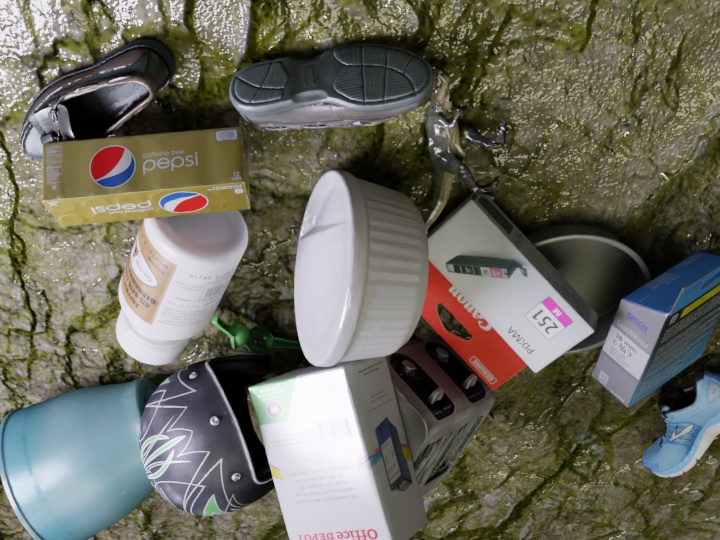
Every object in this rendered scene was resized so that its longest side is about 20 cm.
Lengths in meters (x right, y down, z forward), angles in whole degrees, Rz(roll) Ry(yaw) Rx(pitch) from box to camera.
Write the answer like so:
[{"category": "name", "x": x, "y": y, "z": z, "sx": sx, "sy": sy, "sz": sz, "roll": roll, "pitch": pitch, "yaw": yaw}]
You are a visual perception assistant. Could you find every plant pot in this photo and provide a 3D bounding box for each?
[{"category": "plant pot", "x": -0.344, "y": 0.240, "z": 1.175, "sx": 0.186, "sy": 0.201, "sz": 0.201, "roll": -25, "pitch": 130, "yaw": 3}]

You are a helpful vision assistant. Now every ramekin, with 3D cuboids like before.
[{"category": "ramekin", "x": 0.000, "y": 0.000, "z": 0.934, "sx": 0.093, "sy": 0.204, "sz": 0.204, "roll": 4, "pitch": 135, "yaw": -20}]

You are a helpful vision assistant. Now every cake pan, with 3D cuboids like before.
[{"category": "cake pan", "x": 0.244, "y": 0.023, "z": 1.051, "sx": 0.196, "sy": 0.037, "sz": 0.202, "roll": 1, "pitch": 133, "yaw": 1}]

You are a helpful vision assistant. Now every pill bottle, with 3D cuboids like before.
[{"category": "pill bottle", "x": -0.211, "y": 0.012, "z": 0.996, "sx": 0.113, "sy": 0.115, "sz": 0.201, "roll": 19, "pitch": 131, "yaw": -16}]

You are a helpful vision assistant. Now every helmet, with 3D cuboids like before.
[{"category": "helmet", "x": -0.174, "y": 0.200, "z": 1.064, "sx": 0.189, "sy": 0.201, "sz": 0.200, "roll": -11, "pitch": 151, "yaw": -48}]

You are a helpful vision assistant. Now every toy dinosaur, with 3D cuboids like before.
[{"category": "toy dinosaur", "x": 0.103, "y": -0.118, "z": 0.910, "sx": 0.087, "sy": 0.048, "sz": 0.202, "roll": 11, "pitch": 130, "yaw": 16}]

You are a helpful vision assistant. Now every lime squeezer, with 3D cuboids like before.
[{"category": "lime squeezer", "x": -0.131, "y": 0.085, "z": 1.091, "sx": 0.070, "sy": 0.038, "sz": 0.199, "roll": 14, "pitch": 175, "yaw": 41}]

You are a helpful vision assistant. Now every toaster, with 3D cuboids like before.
[{"category": "toaster", "x": 0.052, "y": 0.196, "z": 1.086, "sx": 0.180, "sy": 0.118, "sz": 0.202, "roll": -9, "pitch": 134, "yaw": -54}]

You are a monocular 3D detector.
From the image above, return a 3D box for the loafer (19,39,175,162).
[{"category": "loafer", "x": -0.272, "y": -0.159, "z": 0.871, "sx": 0.198, "sy": 0.063, "sz": 0.072, "roll": -27, "pitch": 126, "yaw": 24}]

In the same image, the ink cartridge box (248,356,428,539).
[{"category": "ink cartridge box", "x": -0.025, "y": 0.207, "z": 0.982, "sx": 0.144, "sy": 0.087, "sz": 0.203, "roll": -16, "pitch": 88, "yaw": 34}]

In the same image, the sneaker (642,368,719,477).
[{"category": "sneaker", "x": 0.442, "y": 0.203, "z": 1.210, "sx": 0.089, "sy": 0.079, "sz": 0.202, "roll": 27, "pitch": 127, "yaw": 2}]

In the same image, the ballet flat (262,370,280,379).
[{"category": "ballet flat", "x": -0.100, "y": 0.221, "z": 1.228, "sx": 0.066, "sy": 0.063, "sz": 0.201, "roll": -17, "pitch": 131, "yaw": 17}]

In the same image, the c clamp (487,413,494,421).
[{"category": "c clamp", "x": 0.066, "y": 0.190, "z": 1.220, "sx": 0.197, "sy": 0.027, "sz": 0.172, "roll": -19, "pitch": 130, "yaw": 17}]

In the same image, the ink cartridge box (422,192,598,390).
[{"category": "ink cartridge box", "x": 0.141, "y": 0.035, "z": 1.007, "sx": 0.200, "sy": 0.044, "sz": 0.173, "roll": 46, "pitch": 123, "yaw": -2}]

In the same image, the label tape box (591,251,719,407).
[{"category": "label tape box", "x": 0.357, "y": 0.045, "z": 1.006, "sx": 0.143, "sy": 0.063, "sz": 0.202, "roll": -26, "pitch": 142, "yaw": -28}]

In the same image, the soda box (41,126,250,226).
[{"category": "soda box", "x": -0.213, "y": -0.094, "z": 0.885, "sx": 0.196, "sy": 0.065, "sz": 0.068, "roll": -5, "pitch": 161, "yaw": -4}]

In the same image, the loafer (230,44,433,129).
[{"category": "loafer", "x": -0.025, "y": -0.171, "z": 0.855, "sx": 0.196, "sy": 0.073, "sz": 0.063, "roll": -1, "pitch": 156, "yaw": 11}]
